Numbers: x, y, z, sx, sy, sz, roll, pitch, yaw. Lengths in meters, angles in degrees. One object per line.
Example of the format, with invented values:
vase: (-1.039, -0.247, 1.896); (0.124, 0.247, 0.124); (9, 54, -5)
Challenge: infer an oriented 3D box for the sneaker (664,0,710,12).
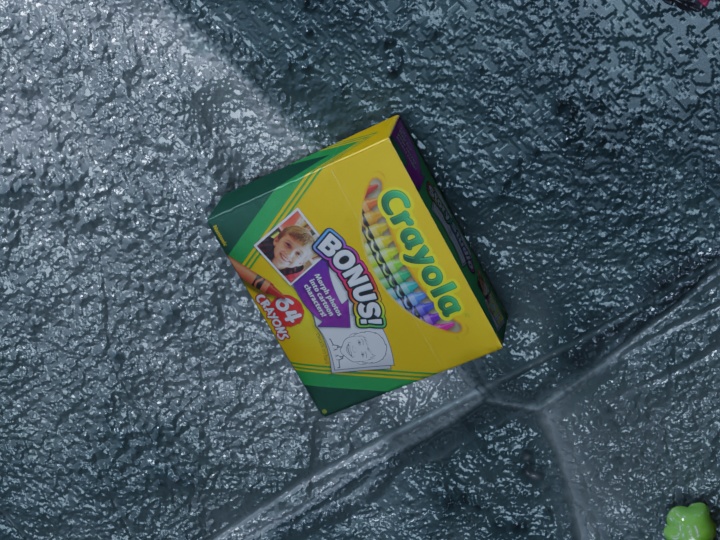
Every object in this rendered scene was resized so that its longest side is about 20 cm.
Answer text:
sneaker: (0.181, -0.268, 1.232); (0.200, 0.081, 0.075); (35, 90, -6)

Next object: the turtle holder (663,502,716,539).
turtle holder: (0.352, 0.239, 1.418); (0.140, 0.186, 0.132); (-22, 114, -12)

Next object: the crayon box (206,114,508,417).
crayon box: (0.000, 0.000, 1.412); (0.172, 0.058, 0.201); (-23, 109, 22)
